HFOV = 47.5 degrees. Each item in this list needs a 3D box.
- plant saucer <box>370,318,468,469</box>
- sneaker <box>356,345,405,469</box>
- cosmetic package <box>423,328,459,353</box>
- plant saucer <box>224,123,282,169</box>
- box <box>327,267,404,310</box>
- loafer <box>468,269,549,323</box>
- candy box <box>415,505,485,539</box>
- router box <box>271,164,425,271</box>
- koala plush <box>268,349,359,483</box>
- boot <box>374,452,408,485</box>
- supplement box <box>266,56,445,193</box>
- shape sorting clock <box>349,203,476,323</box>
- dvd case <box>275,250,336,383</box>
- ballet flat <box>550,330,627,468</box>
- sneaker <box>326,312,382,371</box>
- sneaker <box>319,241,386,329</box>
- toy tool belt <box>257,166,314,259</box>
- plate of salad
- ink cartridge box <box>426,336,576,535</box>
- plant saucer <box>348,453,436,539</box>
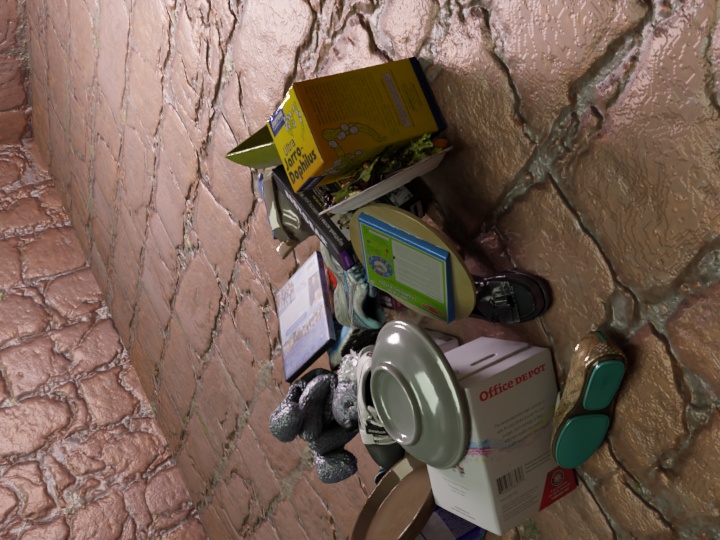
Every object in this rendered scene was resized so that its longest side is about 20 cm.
[{"bbox_3d":[0.060,0.166,1.052,0.200,0.050,0.203,39,138,46],"label":"plant saucer"},{"bbox_3d":[0.028,0.227,1.279,0.089,0.073,0.204,-87,-14,-79],"label":"sneaker"},{"bbox_3d":[0.112,0.200,1.259,0.101,0.073,0.203,8,115,58],"label":"cosmetic package"},{"bbox_3d":[-0.090,-0.218,1.252,0.048,0.199,0.199,57,155,-18],"label":"plant saucer"},{"bbox_3d":[0.004,-0.021,1.346,0.199,0.039,0.139,14,118,57],"label":"box"},{"bbox_3d":[0.163,0.041,1.081,0.199,0.062,0.073,2,110,60],"label":"loafer"},{"bbox_3d":[0.098,0.471,1.313,0.077,0.198,0.171,45,143,37],"label":"candy box"},{"bbox_3d":[-0.020,-0.116,1.213,0.201,0.148,0.051,50,169,32],"label":"router box"},{"bbox_3d":[-0.021,0.224,1.396,0.177,0.185,0.199,44,128,-16],"label":"koala plush"},{"bbox_3d":[0.058,0.341,1.412,0.200,0.094,0.075,-33,78,61],"label":"boot"},{"bbox_3d":[-0.006,-0.195,1.094,0.109,0.198,0.111,-35,77,61],"label":"supplement box"},{"bbox_3d":[0.067,-0.009,1.068,0.198,0.039,0.202,31,147,22],"label":"shape sorting clock"},{"bbox_3d":[-0.102,0.083,1.481,0.143,0.017,0.202,-44,41,34],"label":"dvd case"},{"bbox_3d":[0.269,0.152,0.981,0.066,0.069,0.202,-101,16,-50],"label":"ballet flat"},{"bbox_3d":[-0.027,0.105,1.442,0.091,0.077,0.200,64,151,18],"label":"sneaker"},{"bbox_3d":[0.000,0.000,1.270,0.085,0.077,0.203,13,125,43],"label":"sneaker"},{"bbox_3d":[-0.126,-0.133,1.383,0.123,0.123,0.203,-35,62,45],"label":"toy tool belt"},{"bbox_3d":[0.029,-0.126,1.072,0.199,0.198,0.049,-16,102,61],"label":"plate of salad"},{"bbox_3d":[0.172,0.208,1.082,0.144,0.144,0.204,6,112,60],"label":"ink cartridge box"},{"bbox_3d":[0.055,0.350,1.203,0.029,0.201,0.200,41,152,-10],"label":"plant saucer"}]
